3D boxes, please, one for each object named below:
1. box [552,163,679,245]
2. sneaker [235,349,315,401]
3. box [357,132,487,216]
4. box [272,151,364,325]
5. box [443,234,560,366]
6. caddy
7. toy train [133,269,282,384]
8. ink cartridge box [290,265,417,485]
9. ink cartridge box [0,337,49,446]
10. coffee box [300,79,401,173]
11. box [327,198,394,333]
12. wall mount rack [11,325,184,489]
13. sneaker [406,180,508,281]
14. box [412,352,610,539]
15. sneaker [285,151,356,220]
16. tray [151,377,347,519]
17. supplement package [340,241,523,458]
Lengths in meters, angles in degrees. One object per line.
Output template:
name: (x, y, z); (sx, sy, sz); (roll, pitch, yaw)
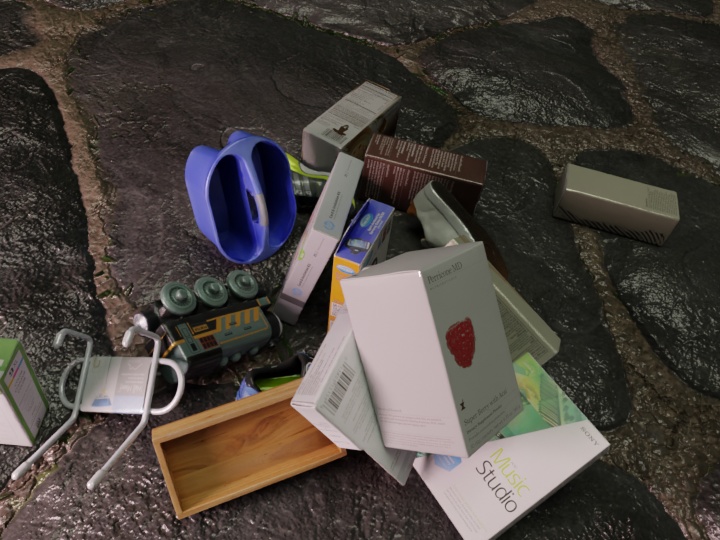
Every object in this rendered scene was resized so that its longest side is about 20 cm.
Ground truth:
box: (0.448, -0.117, 1.146); (0.200, 0.068, 0.082); (17, 48, 5)
sneaker: (-0.053, 0.149, 0.810); (0.200, 0.089, 0.079); (-2, 50, -14)
box: (0.104, -0.153, 1.096); (0.200, 0.100, 0.075); (17, 48, 5)
box: (-0.061, -0.040, 0.900); (0.041, 0.200, 0.156); (23, 48, -9)
box: (0.168, 0.056, 0.880); (0.200, 0.095, 0.078); (50, 20, 8)
caddy: (-0.168, -0.106, 0.952); (0.141, 0.200, 0.105); (-30, 43, -28)
toy train: (-0.190, 0.071, 0.838); (0.200, 0.085, 0.114); (-14, 67, -51)
ink cartridge box: (0.027, 0.122, 0.773); (0.043, 0.174, 0.200); (-6, 45, 43)
ink cartridge box: (-0.418, 0.117, 0.700); (0.104, 0.200, 0.059); (7, 50, -4)
coffee box: (-0.016, -0.231, 1.135); (0.080, 0.115, 0.200); (29, 49, 16)
box: (0.000, 0.000, 0.876); (0.041, 0.200, 0.119); (22, 50, 10)
wall mount rack: (-0.302, 0.153, 0.735); (0.200, 0.075, 0.174); (-4, 69, 27)
sneaker: (0.154, -0.044, 1.044); (0.200, 0.085, 0.073); (52, 31, 9)
box: (0.170, 0.213, 0.775); (0.200, 0.036, 0.144); (-36, 60, -5)
sneaker: (-0.095, -0.125, 1.066); (0.200, 0.074, 0.081); (26, 56, 23)
tray: (-0.123, 0.195, 0.740); (0.200, 0.099, 0.037); (-17, 14, -16)
supplement package: (0.080, 0.083, 0.717); (0.120, 0.200, 0.121); (-8, 11, 45)
